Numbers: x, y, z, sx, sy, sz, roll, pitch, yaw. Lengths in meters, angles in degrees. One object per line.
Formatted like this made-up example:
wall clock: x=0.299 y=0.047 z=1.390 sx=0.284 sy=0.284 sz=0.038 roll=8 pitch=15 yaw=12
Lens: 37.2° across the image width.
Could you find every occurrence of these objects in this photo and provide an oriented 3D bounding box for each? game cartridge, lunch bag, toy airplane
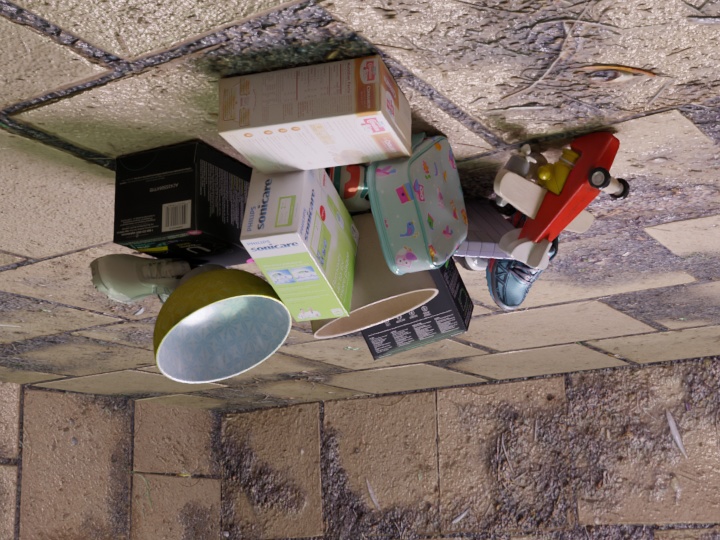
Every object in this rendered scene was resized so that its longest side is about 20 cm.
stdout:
game cartridge: x=0.166 y=-0.065 z=1.631 sx=0.128 sy=0.039 sz=0.200 roll=-1 pitch=-157 yaw=-14
lunch bag: x=0.077 y=-0.093 z=1.413 sx=0.076 sy=0.162 sz=0.200 roll=-12 pitch=-166 yaw=23
toy airplane: x=0.261 y=-0.101 z=1.499 sx=0.197 sy=0.142 sz=0.201 roll=-23 pitch=146 yaw=-16

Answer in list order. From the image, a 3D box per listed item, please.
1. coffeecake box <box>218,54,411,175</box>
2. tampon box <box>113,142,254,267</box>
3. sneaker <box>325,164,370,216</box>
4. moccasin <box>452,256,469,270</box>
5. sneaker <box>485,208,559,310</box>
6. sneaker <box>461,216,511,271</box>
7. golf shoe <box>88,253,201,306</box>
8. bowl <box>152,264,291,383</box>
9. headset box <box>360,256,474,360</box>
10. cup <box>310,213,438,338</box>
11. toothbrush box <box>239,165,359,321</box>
coffeecake box: x=-0.051 y=-0.183 z=1.290 sx=0.198 sy=0.074 sz=0.153 roll=-5 pitch=164 yaw=15
tampon box: x=-0.237 y=-0.085 z=1.543 sx=0.148 sy=0.128 sz=0.200 roll=-7 pitch=165 yaw=26
sneaker: x=-0.003 y=-0.104 z=1.602 sx=0.092 sy=0.071 sz=0.200 roll=3 pitch=163 yaw=5
moccasin: x=0.178 y=-0.053 z=1.833 sx=0.073 sy=0.079 sz=0.201 roll=-27 pitch=151 yaw=27
sneaker: x=0.256 y=-0.030 z=1.644 sx=0.078 sy=0.202 sz=0.096 roll=16 pitch=-171 yaw=-17
sneaker: x=0.258 y=-0.055 z=1.731 sx=0.120 sy=0.084 sz=0.199 roll=-18 pitch=-176 yaw=43
golf shoe: x=-0.290 y=0.002 z=1.526 sx=0.097 sy=0.079 sz=0.199 roll=-29 pitch=157 yaw=32
bowl: x=-0.204 y=0.057 z=1.499 sx=0.198 sy=0.108 sz=0.201 roll=-18 pitch=147 yaw=-12
headset box: x=0.066 y=0.020 z=1.739 sx=0.173 sy=0.201 sz=0.093 roll=-19 pitch=-160 yaw=22
cup: x=0.000 y=0.000 z=1.604 sx=0.198 sy=0.145 sz=0.200 roll=-20 pitch=169 yaw=-4
toothbrush box: x=-0.077 y=-0.047 z=1.438 sx=0.085 sy=0.147 sz=0.201 roll=-7 pitch=143 yaw=20
